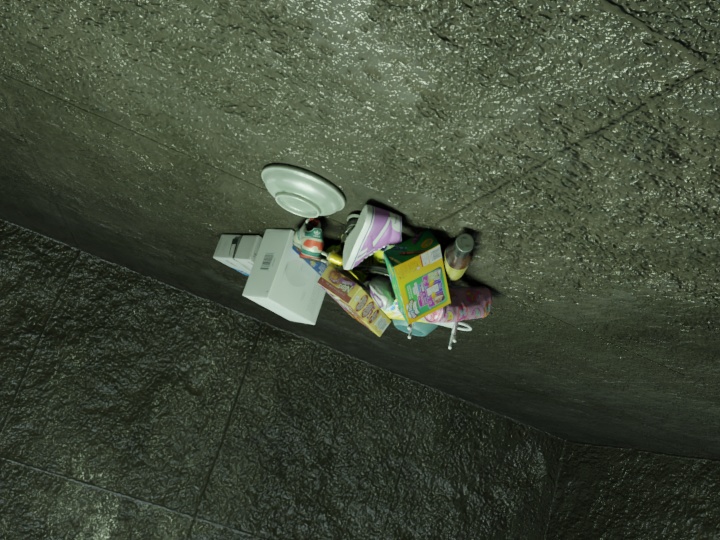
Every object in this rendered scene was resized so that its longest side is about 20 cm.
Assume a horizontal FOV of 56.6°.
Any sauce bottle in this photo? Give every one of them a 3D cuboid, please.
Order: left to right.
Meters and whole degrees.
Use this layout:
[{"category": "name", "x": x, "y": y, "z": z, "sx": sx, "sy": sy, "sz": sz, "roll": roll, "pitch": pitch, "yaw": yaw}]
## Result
[{"category": "sauce bottle", "x": 0.214, "y": -0.032, "z": 1.471, "sx": 0.065, "sy": 0.067, "sz": 0.201, "roll": 17, "pitch": 162, "yaw": 4}]

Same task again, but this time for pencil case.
[{"category": "pencil case", "x": 0.242, "y": 0.084, "z": 1.674, "sx": 0.197, "sy": 0.090, "sz": 0.087, "roll": -4, "pitch": -178, "yaw": -39}]

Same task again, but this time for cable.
[{"category": "cable", "x": 0.000, "y": 0.000, "z": 1.604, "sx": 0.197, "sy": 0.051, "sz": 0.097, "roll": 23, "pitch": 167, "yaw": 20}]

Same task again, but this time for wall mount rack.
[{"category": "wall mount rack", "x": 0.184, "y": 0.146, "z": 1.687, "sx": 0.195, "sy": 0.076, "sz": 0.174, "roll": 13, "pitch": 165, "yaw": 7}]

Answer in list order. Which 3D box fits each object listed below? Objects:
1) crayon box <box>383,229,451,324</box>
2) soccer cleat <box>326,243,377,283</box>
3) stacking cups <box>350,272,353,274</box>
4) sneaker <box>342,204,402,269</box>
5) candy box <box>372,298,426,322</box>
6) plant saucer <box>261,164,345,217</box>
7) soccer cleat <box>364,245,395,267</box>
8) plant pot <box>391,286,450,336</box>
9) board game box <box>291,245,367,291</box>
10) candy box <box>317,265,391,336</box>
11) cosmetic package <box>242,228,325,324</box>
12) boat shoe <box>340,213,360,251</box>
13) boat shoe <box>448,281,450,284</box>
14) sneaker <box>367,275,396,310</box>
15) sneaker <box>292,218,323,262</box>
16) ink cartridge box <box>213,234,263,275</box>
[{"category": "crayon box", "x": 0.131, "y": 0.019, "z": 1.509, "sx": 0.059, "sy": 0.117, "sz": 0.202, "roll": 58, "pitch": 170, "yaw": 44}, {"category": "soccer cleat", "x": -0.005, "y": -0.014, "z": 1.757, "sx": 0.196, "sy": 0.085, "sz": 0.065, "roll": 16, "pitch": 165, "yaw": 13}, {"category": "stacking cups", "x": 0.056, "y": 0.001, "z": 1.811, "sx": 0.196, "sy": 0.062, "sz": 0.060, "roll": 3, "pitch": 160, "yaw": 31}, {"category": "sneaker", "x": 0.032, "y": -0.058, "z": 1.487, "sx": 0.112, "sy": 0.074, "sz": 0.201, "roll": 10, "pitch": 145, "yaw": -18}, {"category": "candy box", "x": 0.127, "y": 0.084, "z": 1.770, "sx": 0.195, "sy": 0.027, "sz": 0.104, "roll": 5, "pitch": 120, "yaw": 12}, {"category": "plant saucer", "x": -0.131, "y": -0.161, "z": 1.465, "sx": 0.196, "sy": 0.051, "sz": 0.201, "roll": 17, "pitch": 165, "yaw": 5}, {"category": "soccer cleat", "x": 0.053, "y": -0.048, "z": 1.618, "sx": 0.084, "sy": 0.065, "sz": 0.199, "roll": 50, "pitch": 159, "yaw": -14}, {"category": "plant pot", "x": 0.158, "y": 0.105, "z": 1.874, "sx": 0.196, "sy": 0.138, "sz": 0.200, "roll": 17, "pitch": 165, "yaw": 5}, {"category": "board game box", "x": -0.082, "y": -0.006, "z": 1.770, "sx": 0.134, "sy": 0.035, "sz": 0.200, "roll": 27, "pitch": -170, "yaw": -46}, {"category": "candy box", "x": -0.012, "y": 0.077, "z": 1.636, "sx": 0.116, "sy": 0.057, "sz": 0.200, "roll": 33, "pitch": 172, "yaw": 36}, {"category": "cosmetic package", "x": -0.196, "y": 0.018, "z": 1.876, "sx": 0.121, "sy": 0.204, "sz": 0.199, "roll": 4, "pitch": 159, "yaw": 44}, {"category": "boat shoe", "x": -0.009, "y": -0.077, "z": 1.585, "sx": 0.070, "sy": 0.062, "sz": 0.201, "roll": 19, "pitch": 165, "yaw": -1}, {"category": "boat shoe", "x": 0.174, "y": 0.007, "z": 1.634, "sx": 0.064, "sy": 0.076, "sz": 0.199, "roll": -2, "pitch": 176, "yaw": 22}, {"category": "sneaker", "x": 0.070, "y": 0.033, "z": 1.621, "sx": 0.076, "sy": 0.098, "sz": 0.200, "roll": 58, "pitch": -171, "yaw": -10}, {"category": "sneaker", "x": -0.124, "y": -0.090, "z": 1.682, "sx": 0.069, "sy": 0.096, "sz": 0.200, "roll": 12, "pitch": -165, "yaw": -15}, {"category": "ink cartridge box", "x": -0.334, "y": -0.044, "z": 2.055, "sx": 0.197, "sy": 0.086, "sz": 0.144, "roll": 5, "pitch": 160, "yaw": 45}]
